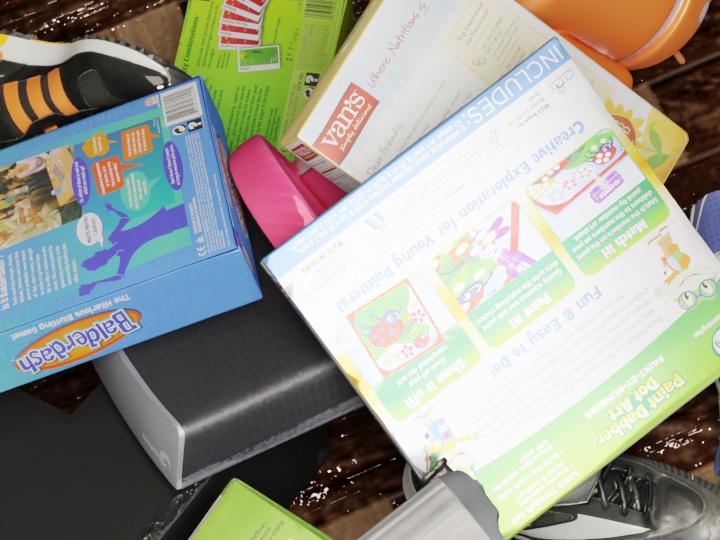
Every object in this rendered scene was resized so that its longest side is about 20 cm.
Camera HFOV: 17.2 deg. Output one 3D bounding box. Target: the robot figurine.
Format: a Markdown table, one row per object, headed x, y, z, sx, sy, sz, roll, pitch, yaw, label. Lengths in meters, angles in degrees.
| x | y | z | sx | sy | sz | roll | pitch | yaw | label |
| --- | --- | --- | --- | --- | --- | --- | --- | --- | --- |
| 0.135 | -0.190 | 1.443 | 0.117 | 0.199 | 0.144 | -54 | 45 | 22 | robot figurine |

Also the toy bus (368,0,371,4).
| x | y | z | sx | sy | sz | roll | pitch | yaw | label |
| --- | --- | --- | --- | --- | --- | --- | --- | --- | --- |
| 0.040 | -0.128 | 1.468 | 0.065 | 0.078 | 0.201 | -6 | 66 | 2 | toy bus |

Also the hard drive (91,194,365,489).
| x | y | z | sx | sy | sz | roll | pitch | yaw | label |
| --- | --- | --- | --- | --- | --- | --- | --- | --- | --- |
| -0.089 | 0.023 | 1.339 | 0.134 | 0.042 | 0.200 | -23 | 47 | -12 | hard drive |

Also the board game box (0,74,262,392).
| x | y | z | sx | sy | sz | roll | pitch | yaw | label |
| --- | --- | --- | --- | --- | --- | --- | --- | --- | --- |
| -0.164 | -0.015 | 1.329 | 0.199 | 0.045 | 0.153 | -19 | 45 | 4 | board game box |

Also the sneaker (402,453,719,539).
| x | y | z | sx | sy | sz | roll | pitch | yaw | label |
| --- | --- | --- | --- | --- | --- | --- | --- | --- | --- |
| 0.117 | 0.122 | 1.333 | 0.199 | 0.091 | 0.067 | 12 | 66 | 10 | sneaker |

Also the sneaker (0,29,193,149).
| x | y | z | sx | sy | sz | roll | pitch | yaw | label |
| --- | --- | --- | --- | --- | --- | --- | --- | --- | --- |
| -0.182 | -0.093 | 1.459 | 0.199 | 0.070 | 0.091 | 10 | 78 | 38 | sneaker |

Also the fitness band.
| x | y | z | sx | sy | sz | roll | pitch | yaw | label |
| --- | --- | --- | --- | --- | --- | --- | --- | --- | --- |
| 0.000 | 0.000 | 1.359 | 0.037 | 0.200 | 0.144 | -39 | 22 | 10 | fitness band |

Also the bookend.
| x | y | z | sx | sy | sz | roll | pitch | yaw | label |
| --- | --- | --- | --- | --- | --- | --- | --- | --- | --- |
| -0.157 | 0.110 | 1.364 | 0.199 | 0.092 | 0.199 | 22 | 56 | 27 | bookend |

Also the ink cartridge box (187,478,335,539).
| x | y | z | sx | sy | sz | roll | pitch | yaw | label |
| --- | --- | --- | --- | --- | --- | --- | --- | --- | --- |
| -0.087 | 0.231 | 1.267 | 0.076 | 0.148 | 0.200 | 29 | 71 | 16 | ink cartridge box |

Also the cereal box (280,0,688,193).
| x | y | z | sx | sy | sz | roll | pitch | yaw | label |
| --- | --- | --- | --- | --- | --- | --- | --- | --- | --- |
| 0.073 | -0.075 | 1.357 | 0.200 | 0.040 | 0.144 | 36 | 76 | -12 | cereal box |

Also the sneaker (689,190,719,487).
| x | y | z | sx | sy | sz | roll | pitch | yaw | label |
| --- | --- | --- | --- | --- | --- | --- | --- | --- | --- |
| 0.235 | 0.034 | 1.353 | 0.080 | 0.115 | 0.201 | -3 | 64 | 2 | sneaker |

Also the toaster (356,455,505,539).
| x | y | z | sx | sy | sz | roll | pitch | yaw | label |
| --- | --- | --- | --- | --- | --- | --- | --- | --- | --- |
| 0.041 | 0.194 | 1.162 | 0.129 | 0.114 | 0.200 | -33 | 64 | -8 | toaster |

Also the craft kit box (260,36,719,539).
| x | y | z | sx | sy | sz | roll | pitch | yaw | label |
| --- | --- | --- | --- | --- | --- | --- | --- | --- | --- |
| 0.083 | 0.015 | 1.263 | 0.200 | 0.049 | 0.198 | -36 | 89 | -4 | craft kit box |

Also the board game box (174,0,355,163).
| x | y | z | sx | sy | sz | roll | pitch | yaw | label |
| --- | --- | --- | --- | --- | --- | --- | --- | --- | --- |
| -0.071 | -0.087 | 1.477 | 0.101 | 0.048 | 0.201 | 7 | 64 | 9 | board game box |
